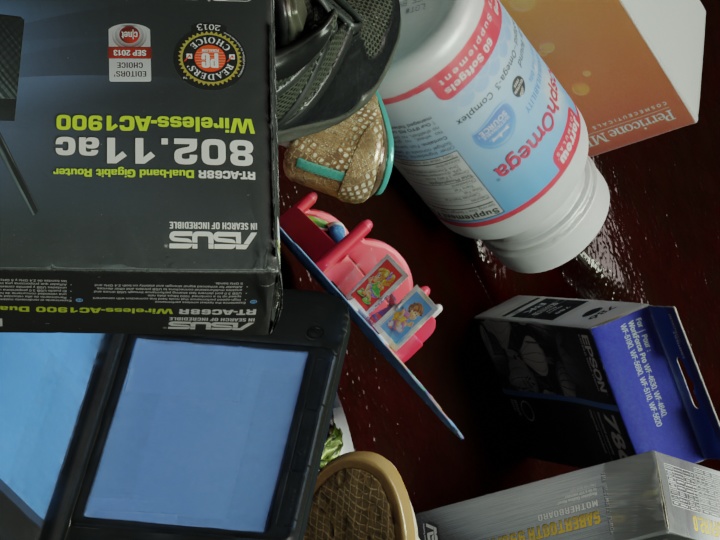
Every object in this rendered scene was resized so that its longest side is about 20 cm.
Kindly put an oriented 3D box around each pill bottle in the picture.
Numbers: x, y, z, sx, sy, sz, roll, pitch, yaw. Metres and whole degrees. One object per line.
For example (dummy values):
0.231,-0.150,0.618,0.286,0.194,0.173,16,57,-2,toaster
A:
0.068,-0.089,1.638,0.200,0.108,0.109,48,36,-39,pill bottle

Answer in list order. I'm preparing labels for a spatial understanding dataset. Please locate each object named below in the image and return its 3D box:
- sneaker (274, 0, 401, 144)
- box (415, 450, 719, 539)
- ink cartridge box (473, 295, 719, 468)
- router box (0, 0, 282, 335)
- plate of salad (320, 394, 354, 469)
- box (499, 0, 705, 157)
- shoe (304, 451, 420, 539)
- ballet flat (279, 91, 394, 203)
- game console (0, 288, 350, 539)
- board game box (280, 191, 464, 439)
-0.029,-0.122,1.366,0.076,0.114,0.199,46,43,12,sneaker
0.145,0.157,1.588,0.200,0.158,0.049,21,57,-58,box
0.138,0.068,1.615,0.039,0.200,0.100,-25,100,-21,ink cartridge box
-0.133,-0.052,1.150,0.062,0.199,0.151,101,-12,-63,router box
-0.044,0.090,1.393,0.200,0.048,0.201,38,43,-47,plate of salad
0.104,-0.172,1.707,0.200,0.152,0.107,52,33,-34,box
-0.006,0.180,1.350,0.053,0.069,0.201,-40,138,-70,shoe
-0.029,-0.109,1.502,0.065,0.071,0.200,8,30,-16,ballet flat
-0.105,0.044,1.239,0.119,0.169,0.201,84,13,-45,game console
0.000,0.000,1.413,0.200,0.039,0.158,48,-2,23,board game box
